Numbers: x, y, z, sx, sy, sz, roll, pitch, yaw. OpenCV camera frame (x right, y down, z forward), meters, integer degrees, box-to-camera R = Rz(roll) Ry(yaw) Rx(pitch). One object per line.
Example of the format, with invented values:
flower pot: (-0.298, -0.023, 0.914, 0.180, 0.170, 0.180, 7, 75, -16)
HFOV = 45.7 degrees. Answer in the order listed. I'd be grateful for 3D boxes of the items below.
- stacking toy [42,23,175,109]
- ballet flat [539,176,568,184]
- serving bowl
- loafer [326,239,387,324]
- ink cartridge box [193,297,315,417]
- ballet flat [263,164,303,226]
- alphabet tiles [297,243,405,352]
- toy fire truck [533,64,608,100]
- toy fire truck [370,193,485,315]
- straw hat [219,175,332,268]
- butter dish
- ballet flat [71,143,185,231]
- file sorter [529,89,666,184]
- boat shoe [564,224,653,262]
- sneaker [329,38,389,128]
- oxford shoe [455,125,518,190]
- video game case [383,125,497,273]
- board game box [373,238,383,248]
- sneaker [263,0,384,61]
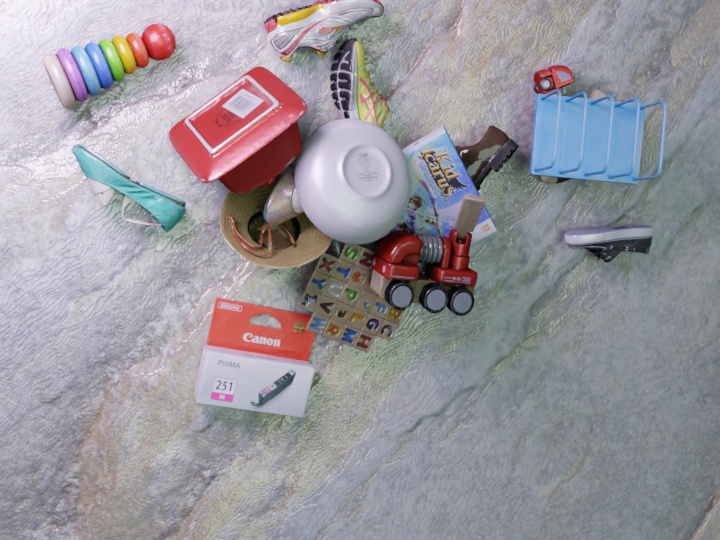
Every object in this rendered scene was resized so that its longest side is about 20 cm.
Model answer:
stacking toy: (-0.371, -0.319, 1.291, 0.197, 0.085, 0.087, -26, 108, -16)
ballet flat: (0.420, -0.215, 1.591, 0.197, 0.057, 0.068, -24, 107, -13)
serving bowl: (-0.002, -0.148, 1.343, 0.196, 0.066, 0.205, 5, 77, -22)
loafer: (0.000, 0.000, 1.490, 0.069, 0.075, 0.202, -36, 120, -12)
ink cartridge box: (-0.173, 0.153, 1.474, 0.196, 0.044, 0.177, 11, 99, -20)
ballet flat: (-0.083, -0.146, 1.383, 0.202, 0.066, 0.069, -58, 146, -30)
alphabet tiles: (-0.004, 0.047, 1.458, 0.197, 0.006, 0.169, 22, 99, -30)
toy fire truck: (0.404, -0.282, 1.546, 0.138, 0.049, 0.204, -18, 94, -4)
toy fire truck: (0.122, -0.036, 1.407, 0.172, 0.129, 0.204, 6, 102, -21)
straw hat: (-0.148, -0.057, 1.412, 0.197, 0.204, 0.086, 3, 143, -19)
butter dish: (-0.173, -0.194, 1.346, 0.198, 0.200, 0.149, -37, 133, -7)
ballet flat: (-0.369, -0.120, 1.334, 0.198, 0.067, 0.071, 30, 83, -23)
file sorter: (0.406, -0.230, 1.463, 0.195, 0.123, 0.142, 5, 92, -4)
boat shoe: (0.479, -0.049, 1.645, 0.196, 0.070, 0.068, -6, 102, -25)
sneaker: (0.005, -0.286, 1.432, 0.089, 0.078, 0.204, -13, 111, -24)
oxford shoe: (0.185, -0.174, 1.523, 0.084, 0.073, 0.200, 43, 91, 6)
video game case: (0.112, -0.113, 1.463, 0.179, 0.046, 0.202, -29, 110, 9)
board game box: (0.054, -0.092, 1.513, 0.102, 0.019, 0.201, -38, 110, -7)
sneaker: (-0.055, -0.396, 1.389, 0.196, 0.078, 0.084, -18, 111, -5)
